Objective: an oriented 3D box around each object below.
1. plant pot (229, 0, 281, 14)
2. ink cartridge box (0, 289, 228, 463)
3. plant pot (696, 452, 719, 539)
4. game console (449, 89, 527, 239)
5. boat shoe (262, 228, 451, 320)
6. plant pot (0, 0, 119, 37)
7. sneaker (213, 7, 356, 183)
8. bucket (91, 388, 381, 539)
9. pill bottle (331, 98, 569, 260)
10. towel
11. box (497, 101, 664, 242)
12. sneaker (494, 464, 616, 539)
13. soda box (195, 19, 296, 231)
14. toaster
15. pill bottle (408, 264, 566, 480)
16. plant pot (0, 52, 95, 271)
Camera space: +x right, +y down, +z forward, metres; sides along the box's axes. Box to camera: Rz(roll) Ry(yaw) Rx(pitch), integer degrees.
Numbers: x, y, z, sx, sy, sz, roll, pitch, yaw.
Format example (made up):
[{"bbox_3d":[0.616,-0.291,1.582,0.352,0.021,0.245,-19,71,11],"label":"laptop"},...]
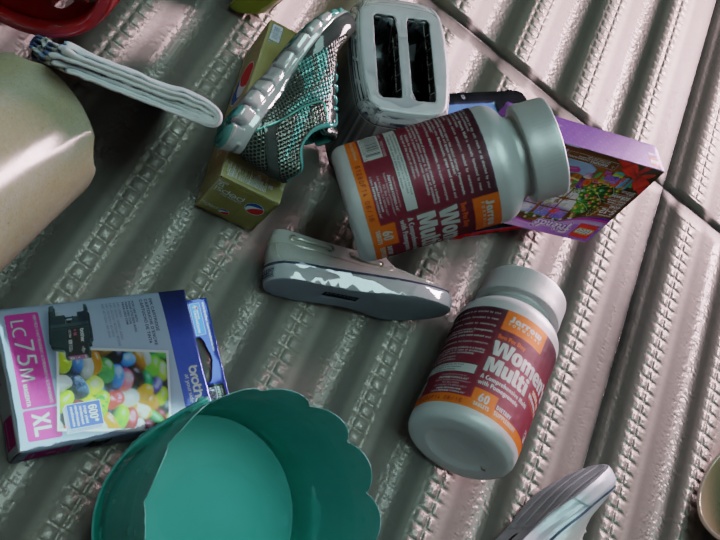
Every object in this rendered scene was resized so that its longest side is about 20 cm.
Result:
[{"bbox_3d":[-0.086,-0.394,1.074,0.182,0.199,0.200,49,52,-12],"label":"plant pot"},{"bbox_3d":[-0.202,0.082,0.878,0.199,0.042,0.120,-5,72,-35],"label":"ink cartridge box"},{"bbox_3d":[0.501,0.295,1.142,0.200,0.187,0.187,52,51,-19],"label":"plant pot"},{"bbox_3d":[0.142,-0.126,1.189,0.199,0.031,0.178,-8,74,-35],"label":"game console"},{"bbox_3d":[0.000,0.000,1.023,0.199,0.071,0.070,11,66,-20],"label":"boat shoe"},{"bbox_3d":[-0.270,-0.341,0.930,0.200,0.200,0.183,34,53,-14],"label":"plant pot"},{"bbox_3d":[-0.052,-0.161,0.978,0.091,0.078,0.200,41,63,-13],"label":"sneaker"},{"bbox_3d":[-0.100,0.196,0.807,0.206,0.135,0.208,7,77,-31],"label":"bucket"},{"bbox_3d":[0.082,-0.086,0.957,0.199,0.110,0.110,-16,75,0],"label":"pill bottle"},{"bbox_3d":[-0.208,-0.165,0.900,0.146,0.200,0.024,20,95,-26],"label":"towel"},{"bbox_3d":[0.200,-0.099,1.107,0.199,0.137,0.039,11,53,-26],"label":"box"},{"bbox_3d":[0.186,0.267,1.020,0.200,0.073,0.071,-34,97,-28],"label":"sneaker"},{"bbox_3d":[-0.097,-0.144,1.026,0.064,0.068,0.201,25,57,-19],"label":"soda box"},{"bbox_3d":[0.025,-0.181,1.071,0.113,0.129,0.201,5,66,-14],"label":"toaster"},{"bbox_3d":[0.131,0.096,1.031,0.109,0.110,0.200,38,54,-11],"label":"pill bottle"},{"bbox_3d":[-0.312,-0.076,0.804,0.201,0.200,0.184,47,41,-5],"label":"plant pot"}]
